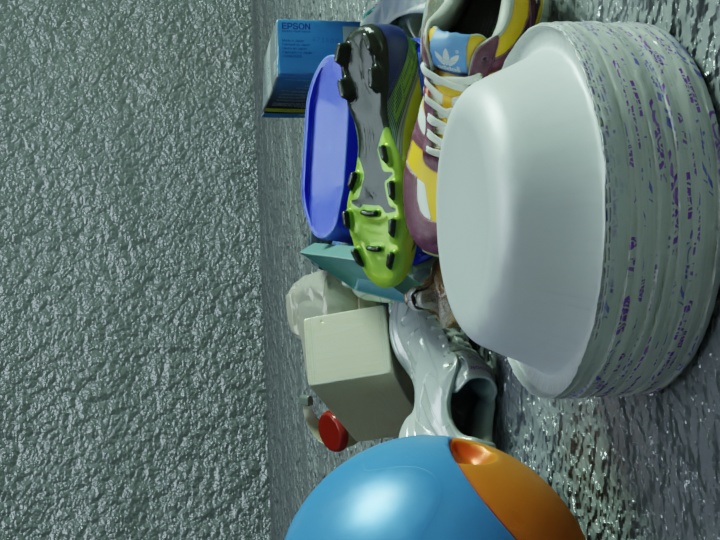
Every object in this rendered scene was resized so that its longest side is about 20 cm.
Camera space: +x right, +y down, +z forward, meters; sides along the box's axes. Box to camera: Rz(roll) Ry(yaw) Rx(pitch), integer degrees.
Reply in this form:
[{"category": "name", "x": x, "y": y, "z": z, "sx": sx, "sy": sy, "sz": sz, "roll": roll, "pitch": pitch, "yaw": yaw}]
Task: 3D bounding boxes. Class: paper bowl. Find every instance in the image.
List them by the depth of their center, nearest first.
[{"category": "paper bowl", "x": 0.104, "y": -0.031, "z": 0.582, "sx": 0.201, "sy": 0.103, "sz": 0.203, "roll": 177, "pitch": 90, "yaw": -80}]

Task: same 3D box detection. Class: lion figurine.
[{"category": "lion figurine", "x": 0.088, "y": -0.053, "z": 0.800, "sx": 0.122, "sy": 0.072, "sz": 0.202, "roll": -163, "pitch": 86, "yaw": -87}]

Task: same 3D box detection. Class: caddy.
[{"category": "caddy", "x": 0.028, "y": -0.104, "z": 0.946, "sx": 0.141, "sy": 0.104, "sz": 0.202, "roll": 11, "pitch": 100, "yaw": 47}]

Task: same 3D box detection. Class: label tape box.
[{"category": "label tape box", "x": -0.035, "y": -0.220, "z": 1.201, "sx": 0.200, "sy": 0.142, "sz": 0.067, "roll": 164, "pitch": 104, "yaw": -79}]

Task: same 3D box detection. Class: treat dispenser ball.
[{"category": "treat dispenser ball", "x": 0.045, "y": 0.202, "z": 0.655, "sx": 0.201, "sy": 0.199, "sz": 0.203, "roll": 179, "pitch": 90, "yaw": -80}]

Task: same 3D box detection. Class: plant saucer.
[{"category": "plant saucer", "x": 0.000, "y": 0.000, "z": 0.937, "sx": 0.019, "sy": 0.070, "sz": 0.200, "roll": -57, "pitch": 15, "yaw": -7}]

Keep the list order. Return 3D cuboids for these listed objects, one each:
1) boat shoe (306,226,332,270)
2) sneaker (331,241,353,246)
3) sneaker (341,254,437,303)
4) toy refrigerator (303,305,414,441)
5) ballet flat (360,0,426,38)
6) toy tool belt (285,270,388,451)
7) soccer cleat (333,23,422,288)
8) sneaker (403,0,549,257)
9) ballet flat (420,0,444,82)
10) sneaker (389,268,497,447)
[{"category": "boat shoe", "x": -0.018, "y": -0.087, "z": 1.181, "sx": 0.201, "sy": 0.070, "sz": 0.092, "roll": -64, "pitch": -13, "yaw": -52}, {"category": "sneaker", "x": -0.001, "y": -0.112, "z": 1.055, "sx": 0.079, "sy": 0.088, "sz": 0.202, "roll": 173, "pitch": 112, "yaw": -76}, {"category": "sneaker", "x": 0.030, "y": 0.007, "z": 1.053, "sx": 0.200, "sy": 0.080, "sz": 0.076, "roll": -178, "pitch": 89, "yaw": -78}, {"category": "toy refrigerator", "x": 0.008, "y": 0.099, "z": 1.011, "sx": 0.200, "sy": 0.075, "sz": 0.071, "roll": 61, "pitch": -159, "yaw": -64}, {"category": "ballet flat", "x": 0.045, "y": -0.236, "z": 1.014, "sx": 0.200, "sy": 0.069, "sz": 0.070, "roll": 153, "pitch": 116, "yaw": -78}, {"category": "toy tool belt", "x": 0.002, "y": 0.089, "z": 1.198, "sx": 0.124, "sy": 0.122, "sz": 0.202, "roll": -3, "pitch": 98, "yaw": 53}, {"category": "soccer cleat", "x": 0.028, "y": -0.089, "z": 0.824, "sx": 0.064, "sy": 0.083, "sz": 0.202, "roll": -6, "pitch": 88, "yaw": 44}, {"category": "sneaker", "x": 0.062, "y": -0.111, "z": 0.690, "sx": 0.090, "sy": 0.074, "sz": 0.202, "roll": 21, "pitch": -98, "yaw": -63}, {"category": "ballet flat", "x": 0.084, "y": -0.205, "z": 0.784, "sx": 0.062, "sy": 0.067, "sz": 0.202, "roll": 44, "pitch": 140, "yaw": 45}, {"category": "sneaker", "x": 0.078, "y": 0.079, "z": 0.886, "sx": 0.100, "sy": 0.074, "sz": 0.202, "roll": -43, "pitch": 41, "yaw": 44}]
